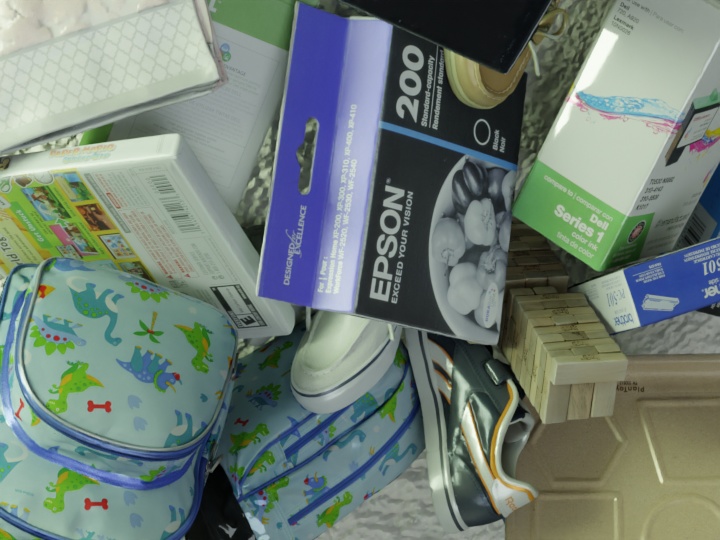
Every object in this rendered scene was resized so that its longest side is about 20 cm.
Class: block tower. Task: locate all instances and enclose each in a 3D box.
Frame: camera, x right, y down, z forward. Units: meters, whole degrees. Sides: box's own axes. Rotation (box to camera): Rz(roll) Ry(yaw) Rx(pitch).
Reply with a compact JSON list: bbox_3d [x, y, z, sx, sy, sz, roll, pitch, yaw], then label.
[{"bbox_3d":[0.128,0.034,1.345,0.053,0.200,0.058,-4,120,-14],"label":"block tower"}]

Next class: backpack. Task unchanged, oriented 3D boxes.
[{"bbox_3d":[-0.177,0.101,1.225,0.181,0.202,0.147,19,141,-13],"label":"backpack"},{"bbox_3d":[-0.043,0.120,1.372,0.198,0.163,0.155,-18,110,-17],"label":"backpack"}]

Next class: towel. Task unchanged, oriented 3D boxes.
[{"bbox_3d":[-0.201,-0.178,1.174,0.198,0.032,0.193,-18,99,-1],"label":"towel"}]

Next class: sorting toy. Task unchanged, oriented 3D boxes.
[{"bbox_3d":[0.197,0.162,1.361,0.183,0.202,0.037,-1,160,10],"label":"sorting toy"}]

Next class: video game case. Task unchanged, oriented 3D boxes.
[{"bbox_3d":[-0.161,-0.013,1.256,0.180,0.023,0.201,-6,143,21],"label":"video game case"}]

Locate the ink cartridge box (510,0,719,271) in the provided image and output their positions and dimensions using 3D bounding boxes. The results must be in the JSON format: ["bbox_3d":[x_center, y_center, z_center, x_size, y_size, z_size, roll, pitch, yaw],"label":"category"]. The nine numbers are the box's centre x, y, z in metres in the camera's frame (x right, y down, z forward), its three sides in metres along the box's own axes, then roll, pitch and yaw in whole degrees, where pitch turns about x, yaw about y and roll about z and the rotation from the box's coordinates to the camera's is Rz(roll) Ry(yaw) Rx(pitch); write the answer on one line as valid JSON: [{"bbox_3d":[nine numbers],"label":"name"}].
[{"bbox_3d":[0.208,-0.112,1.318,0.144,0.084,0.201,-13,133,-59],"label":"ink cartridge box"}]

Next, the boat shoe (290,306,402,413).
[{"bbox_3d":[0.004,0.000,1.312,0.203,0.074,0.086,-54,139,-25],"label":"boat shoe"}]

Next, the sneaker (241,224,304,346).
[{"bbox_3d":[-0.117,-0.003,1.326,0.199,0.075,0.087,28,112,-28],"label":"sneaker"}]

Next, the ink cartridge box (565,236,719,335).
[{"bbox_3d":[0.200,0.019,1.363,0.093,0.200,0.045,-17,86,-14],"label":"ink cartridge box"}]

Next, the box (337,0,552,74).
[{"bbox_3d":[0.011,-0.241,1.152,0.198,0.199,0.124,21,114,-26],"label":"box"}]

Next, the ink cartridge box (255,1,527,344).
[{"bbox_3d":[0.027,-0.062,1.264,0.199,0.043,0.201,12,82,-42],"label":"ink cartridge box"}]

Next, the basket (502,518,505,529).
[{"bbox_3d":[0.186,0.172,1.440,0.175,0.200,0.140,-26,126,-5],"label":"basket"}]

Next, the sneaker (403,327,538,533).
[{"bbox_3d":[0.081,0.085,1.357,0.079,0.202,0.078,-15,160,14],"label":"sneaker"}]

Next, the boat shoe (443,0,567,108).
[{"bbox_3d":[0.108,-0.204,1.250,0.073,0.062,0.202,6,100,-42],"label":"boat shoe"}]

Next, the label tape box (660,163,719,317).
[{"bbox_3d":[0.350,-0.026,1.462,0.198,0.063,0.145,13,115,-23],"label":"label tape box"}]

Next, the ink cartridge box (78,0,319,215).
[{"bbox_3d":[-0.102,-0.144,1.245,0.103,0.059,0.202,19,97,-26],"label":"ink cartridge box"}]
